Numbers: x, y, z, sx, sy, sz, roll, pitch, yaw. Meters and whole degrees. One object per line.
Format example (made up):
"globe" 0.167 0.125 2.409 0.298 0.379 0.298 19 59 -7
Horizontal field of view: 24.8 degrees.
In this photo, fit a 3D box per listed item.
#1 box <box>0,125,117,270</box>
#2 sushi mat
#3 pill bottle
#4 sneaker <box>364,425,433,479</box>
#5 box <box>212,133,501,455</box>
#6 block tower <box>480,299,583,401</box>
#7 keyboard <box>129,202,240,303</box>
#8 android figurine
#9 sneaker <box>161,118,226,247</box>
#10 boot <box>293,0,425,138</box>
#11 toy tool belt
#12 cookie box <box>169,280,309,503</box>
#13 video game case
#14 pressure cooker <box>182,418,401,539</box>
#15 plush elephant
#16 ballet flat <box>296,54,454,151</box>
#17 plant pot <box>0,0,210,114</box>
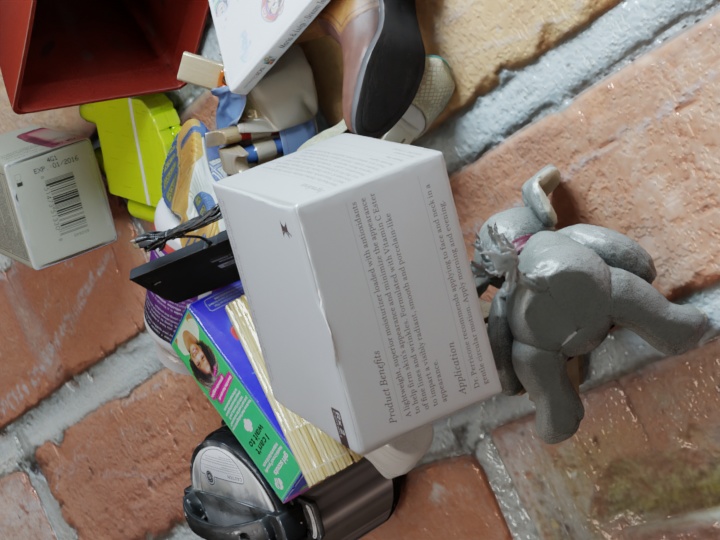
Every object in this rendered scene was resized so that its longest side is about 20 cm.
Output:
"box" -0.379 -0.089 1.909 0.199 0.108 0.129 18 125 59
"sushi mat" -0.048 0.092 1.516 0.201 0.095 0.012 63 -175 21
"pill bottle" -0.171 0.012 1.736 0.112 0.112 0.202 40 136 29
"sneaker" -0.022 0.102 1.452 0.201 0.075 0.089 53 147 14
"box" -0.006 0.011 1.290 0.200 0.129 0.201 21 129 65
"block tower" 0.114 0.065 1.463 0.199 0.054 0.058 19 123 45
"keyboard" -0.132 -0.025 1.519 0.198 0.127 0.021 -21 59 25
"android figurine" -0.241 -0.138 1.799 0.199 0.041 0.184 13 118 50
"sneaker" -0.142 -0.070 1.643 0.076 0.087 0.201 -53 36 31
"boot" -0.033 -0.207 1.430 0.199 0.068 0.191 5 88 46
"toy tool belt" -0.103 -0.120 1.561 0.125 0.121 0.202 -130 30 -66
"cookie box" -0.059 0.098 1.598 0.201 0.170 0.075 52 144 18
"video game case" -0.086 -0.290 1.463 0.182 0.023 0.202 -41 55 44
"pressure cooker" -0.078 0.222 1.664 0.179 0.199 0.177 50 144 19
"plush elephant" 0.148 0.011 1.326 0.200 0.165 0.155 42 -167 -21
"ballet flat" 0.012 -0.115 1.451 0.199 0.067 0.063 -36 37 40
"plant pot" -0.276 -0.301 1.641 0.177 0.198 0.201 57 143 29
